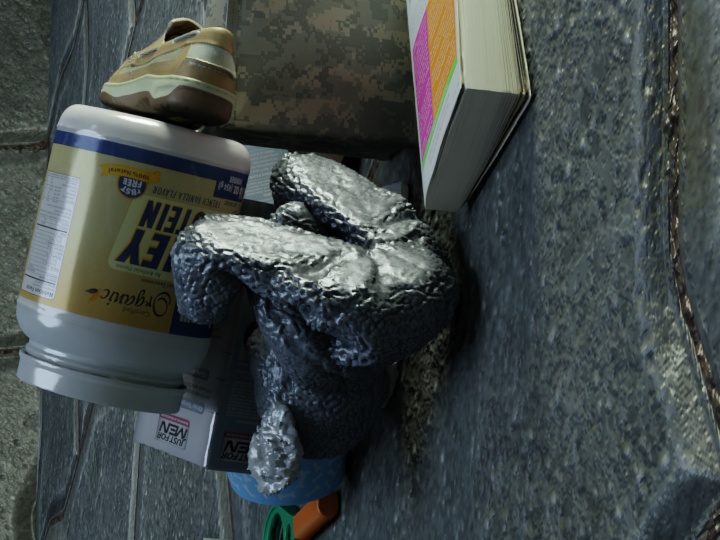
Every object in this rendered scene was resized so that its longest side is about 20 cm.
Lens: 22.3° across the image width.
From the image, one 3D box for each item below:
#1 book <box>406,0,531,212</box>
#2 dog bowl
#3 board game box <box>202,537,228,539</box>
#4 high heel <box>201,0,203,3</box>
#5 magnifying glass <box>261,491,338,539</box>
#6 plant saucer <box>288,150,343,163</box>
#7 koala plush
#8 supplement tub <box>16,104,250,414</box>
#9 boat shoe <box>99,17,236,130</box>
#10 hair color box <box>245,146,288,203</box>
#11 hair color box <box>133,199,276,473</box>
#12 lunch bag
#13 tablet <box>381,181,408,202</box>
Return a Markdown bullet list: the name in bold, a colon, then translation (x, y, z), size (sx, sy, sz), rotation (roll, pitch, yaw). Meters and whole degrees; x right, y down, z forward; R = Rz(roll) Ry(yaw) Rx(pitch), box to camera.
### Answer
- **book**: translation (0.064, -0.160, 1.257), size (0.134, 0.048, 0.201), rotation (115, 157, -54)
- **dog bowl**: translation (-0.071, 0.134, 1.515), size (0.200, 0.111, 0.050), rotation (-126, 31, -67)
- **board game box**: translation (-0.112, 0.358, 1.650), size (0.200, 0.064, 0.149), rotation (-121, 41, -62)
- **high heel**: translation (-0.048, -0.246, 1.514), size (0.200, 0.096, 0.068), rotation (-13, 98, 56)
- **magnifying glass**: translation (-0.055, 0.227, 1.578), size (0.200, 0.022, 0.080), rotation (125, 148, -63)
- **plant saucer**: translation (-0.043, -0.161, 1.592), size (0.200, 0.036, 0.202), rotation (-166, 90, -69)
- **koala plush**: translation (-0.026, 0.055, 1.292), size (0.177, 0.183, 0.201), rotation (-38, -35, -48)
- **supplement tub**: translation (-0.167, -0.008, 1.316), size (0.144, 0.143, 0.202), rotation (-162, 85, -73)
- **boat shoe**: translation (-0.133, -0.147, 1.338), size (0.200, 0.071, 0.077), rotation (9, 83, 62)
- **hair color box**: translation (-0.083, -0.027, 1.556), size (0.099, 0.060, 0.202), rotation (141, 115, -73)
- **hair color box**: translation (-0.104, 0.046, 1.398), size (0.099, 0.060, 0.202), rotation (12, 90, 48)
- **lunch bag**: translation (-0.038, -0.195, 1.400), size (0.117, 0.163, 0.202), rotation (170, 104, -72)
- **tablet**: translation (0.000, 0.000, 1.477), size (0.200, 0.014, 0.131), rotation (173, 103, -73)
